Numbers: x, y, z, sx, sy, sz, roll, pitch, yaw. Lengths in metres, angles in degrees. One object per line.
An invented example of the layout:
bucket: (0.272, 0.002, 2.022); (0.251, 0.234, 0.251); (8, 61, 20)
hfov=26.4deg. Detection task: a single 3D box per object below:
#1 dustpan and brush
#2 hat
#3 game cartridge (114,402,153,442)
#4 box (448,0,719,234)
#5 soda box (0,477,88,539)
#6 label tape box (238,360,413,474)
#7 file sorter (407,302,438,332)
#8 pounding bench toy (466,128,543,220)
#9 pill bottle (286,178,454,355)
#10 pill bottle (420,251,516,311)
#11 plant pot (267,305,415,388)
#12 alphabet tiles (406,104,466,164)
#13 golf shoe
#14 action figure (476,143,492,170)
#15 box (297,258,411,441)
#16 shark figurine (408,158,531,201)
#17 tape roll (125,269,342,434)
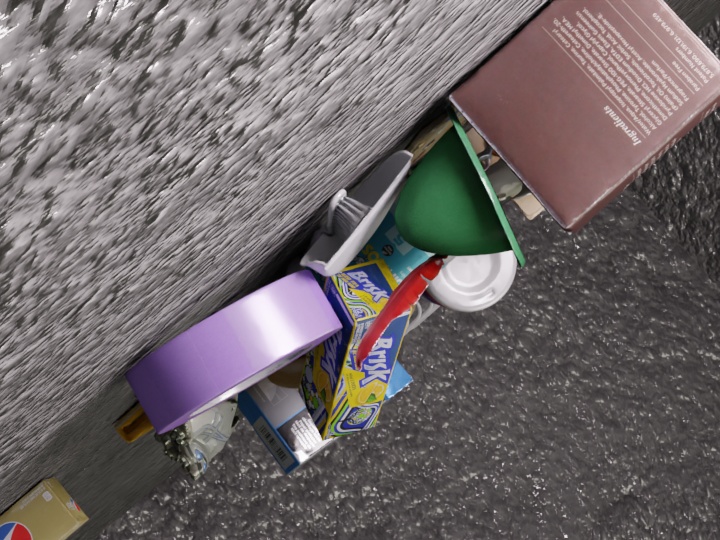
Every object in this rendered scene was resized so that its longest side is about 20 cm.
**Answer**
dustpan and brush: (-0.019, -0.042, 1.470); (0.140, 0.057, 0.200); (-52, 173, -17)
hat: (0.043, -0.039, 1.424); (0.176, 0.166, 0.200); (-26, -172, 6)
game cartridge: (-0.179, 0.115, 1.775); (0.176, 0.032, 0.200); (-42, 175, 18)
box: (0.214, -0.159, 1.420); (0.200, 0.164, 0.166); (-42, 174, 6)
soda box: (-0.399, 0.316, 1.686); (0.200, 0.064, 0.068); (-41, 176, -3)
label tape box: (-0.046, 0.123, 1.810); (0.200, 0.143, 0.066); (-35, 173, -23)
file sorter: (0.036, 0.043, 2.330); (0.139, 0.125, 0.200); (-43, 175, 29)
pounding bench toy: (0.183, -0.125, 1.850); (0.200, 0.124, 0.156); (-40, 176, 5)
pill bottle: (0.000, 0.000, 1.605); (0.200, 0.111, 0.111); (-41, 176, 5)
pill bottle: (0.105, -0.013, 1.788); (0.111, 0.111, 0.200); (-40, -172, -5)
plant pot: (-0.029, 0.052, 1.712); (0.200, 0.028, 0.200); (-25, -152, 14)
alphabet tiles: (0.113, -0.170, 1.558); (0.200, 0.006, 0.166); (-39, 176, -27)
golf shoe: (-0.178, 0.146, 1.654); (0.097, 0.078, 0.200); (-42, 162, -18)
action figure: (0.187, -0.182, 1.608); (0.134, 0.149, 0.200); (-7, -177, -22)
box: (-0.008, 0.082, 1.535); (0.064, 0.070, 0.200); (-14, 144, -23)
shark figurine: (0.154, -0.117, 1.704); (0.214, 0.090, 0.128); (-15, -177, -4)
tape roll: (-0.118, 0.076, 1.437); (0.200, 0.066, 0.200); (-29, 176, -2)
